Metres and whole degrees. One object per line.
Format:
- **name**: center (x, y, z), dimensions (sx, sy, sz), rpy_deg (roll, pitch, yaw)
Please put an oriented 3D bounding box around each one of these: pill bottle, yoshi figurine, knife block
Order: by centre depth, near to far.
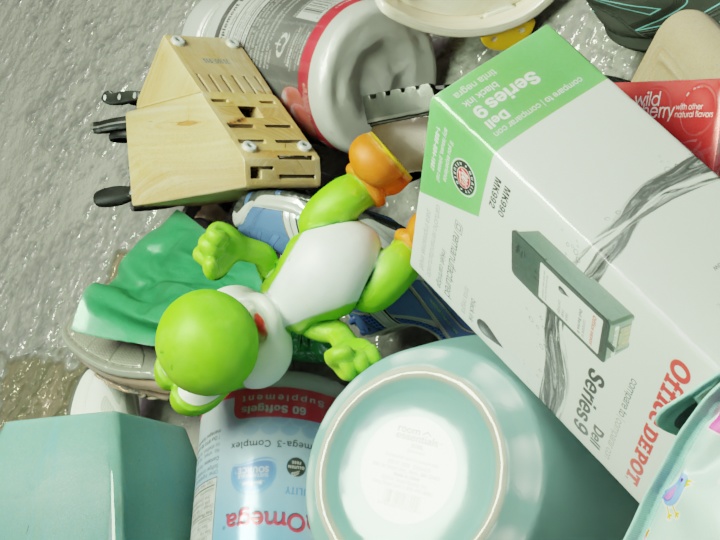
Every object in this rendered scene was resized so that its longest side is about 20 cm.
- **yoshi figurine**: center (-0.043, 0.014, 0.930), dimensions (0.200, 0.112, 0.113), rpy_deg (-39, 40, 4)
- **pill bottle**: center (-0.054, 0.173, 0.998), dimensions (0.108, 0.108, 0.202), rpy_deg (-20, 55, 34)
- **knife block**: center (-0.124, -0.070, 1.141), dimensions (0.201, 0.064, 0.176), rpy_deg (55, 133, 35)
- **pill bottle**: center (-0.046, -0.155, 1.177), dimensions (0.199, 0.110, 0.112), rpy_deg (21, 82, 48)

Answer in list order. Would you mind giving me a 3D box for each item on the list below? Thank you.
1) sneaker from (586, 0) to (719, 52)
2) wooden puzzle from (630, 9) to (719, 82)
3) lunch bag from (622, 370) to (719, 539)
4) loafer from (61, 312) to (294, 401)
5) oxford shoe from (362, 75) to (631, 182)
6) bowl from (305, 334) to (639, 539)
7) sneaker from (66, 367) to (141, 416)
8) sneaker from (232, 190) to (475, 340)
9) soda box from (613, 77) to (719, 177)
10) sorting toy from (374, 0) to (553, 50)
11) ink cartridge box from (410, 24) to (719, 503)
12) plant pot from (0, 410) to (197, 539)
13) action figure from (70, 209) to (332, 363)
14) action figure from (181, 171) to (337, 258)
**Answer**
- **sneaker**: center (0.218, -0.173, 0.961), dimensions (0.199, 0.079, 0.076), rpy_deg (-2, 66, 41)
- **wooden puzzle**: center (0.183, -0.019, 0.905), dimensions (0.201, 0.037, 0.186), rpy_deg (-61, 37, 31)
- **lunch bag**: center (0.210, 0.110, 0.700), dimensions (0.122, 0.169, 0.202), rpy_deg (34, 114, 47)
- **loafer**: center (-0.129, 0.072, 1.133), dimensions (0.198, 0.063, 0.072), rpy_deg (9, 42, 33)
- **oxford shoe**: center (0.097, -0.087, 1.048), dimensions (0.198, 0.072, 0.085), rpy_deg (-6, 91, 35)
- **bowl**: center (0.049, 0.122, 0.879), dimensions (0.199, 0.105, 0.203), rpy_deg (-9, 71, 26)
- **sneaker**: center (-0.145, 0.150, 1.139), dimensions (0.114, 0.076, 0.202), rpy_deg (-19, 63, 25)
- **sneaker**: center (0.000, 0.000, 1.033), dimensions (0.198, 0.076, 0.078), rpy_deg (20, 96, 21)
- **soda box**: center (0.149, -0.065, 0.876), dimensions (0.199, 0.063, 0.071), rpy_deg (7, 89, 59)
- **sorting toy**: center (0.096, -0.270, 1.125), dimensions (0.200, 0.107, 0.181), rpy_deg (-41, 38, 19)
- **ink cartridge box**: center (0.122, 0.002, 0.795), dimensions (0.084, 0.147, 0.200), rpy_deg (-32, 62, -23)
- **plant pot**: center (-0.170, 0.198, 1.021), dimensions (0.140, 0.141, 0.202), rpy_deg (-7, 74, 25)
- **action figure**: center (-0.092, 0.027, 1.062), dimensions (0.199, 0.055, 0.119), rpy_deg (17, 62, 42)
- **action figure**: center (-0.082, -0.012, 1.167), dimensions (0.199, 0.069, 0.132), rpy_deg (-10, 68, 44)
